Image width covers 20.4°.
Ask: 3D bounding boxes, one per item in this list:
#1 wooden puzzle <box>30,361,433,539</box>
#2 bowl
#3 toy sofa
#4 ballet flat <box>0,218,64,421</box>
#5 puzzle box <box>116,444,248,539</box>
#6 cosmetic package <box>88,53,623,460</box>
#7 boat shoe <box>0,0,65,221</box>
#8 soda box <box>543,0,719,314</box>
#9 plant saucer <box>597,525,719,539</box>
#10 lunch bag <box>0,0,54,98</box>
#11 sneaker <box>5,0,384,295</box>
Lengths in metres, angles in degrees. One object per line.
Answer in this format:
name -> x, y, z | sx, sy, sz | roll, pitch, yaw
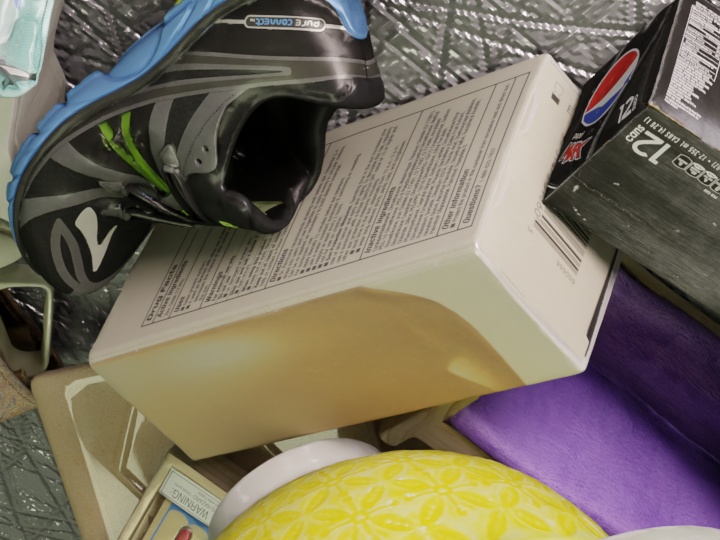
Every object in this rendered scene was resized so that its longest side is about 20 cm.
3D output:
wooden puzzle -> -0.037, 0.112, 0.907 | 0.200, 0.046, 0.186 | -12, 102, 24
bowl -> -0.003, 0.130, 0.774 | 0.200, 0.108, 0.200 | -19, 141, -16
toy sofa -> 0.116, 0.073, 0.812 | 0.200, 0.083, 0.098 | 36, 141, -16
ballet flat -> -0.175, -0.003, 0.896 | 0.067, 0.068, 0.200 | -7, 142, 5
puzzle box -> -0.030, 0.180, 0.885 | 0.200, 0.025, 0.133 | 34, 116, 8
cosmetic package -> 0.000, 0.000, 0.770 | 0.200, 0.105, 0.071 | -16, 128, 40
boat shoe -> -0.144, -0.093, 0.760 | 0.060, 0.074, 0.200 | 20, 149, -1
soda box -> 0.168, -0.010, 0.706 | 0.200, 0.063, 0.071 | 32, 141, -11
plant saucer -> 0.078, 0.178, 0.755 | 0.200, 0.050, 0.200 | -19, 141, -16
lunch bag -> -0.182, -0.153, 0.635 | 0.170, 0.122, 0.200 | 7, 116, 19
sneaker -> -0.065, -0.041, 0.749 | 0.200, 0.071, 0.083 | -37, 73, 39
